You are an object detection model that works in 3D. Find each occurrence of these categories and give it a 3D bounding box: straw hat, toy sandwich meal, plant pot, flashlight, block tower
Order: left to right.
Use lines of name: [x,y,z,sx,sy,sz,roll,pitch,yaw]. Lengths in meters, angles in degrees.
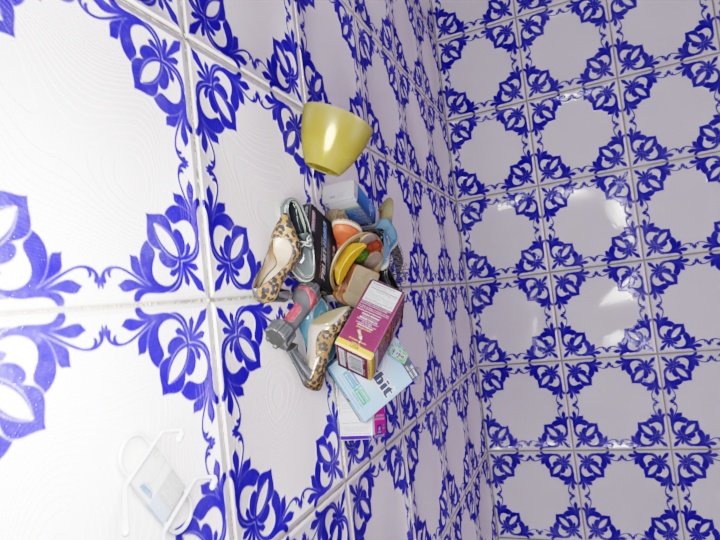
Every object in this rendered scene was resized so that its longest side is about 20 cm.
flashlight: [-0.156,0.096,1.242,0.200,0.066,0.069,-53,140,-55]
plant pot: [-0.080,-0.338,1.445,0.199,0.197,0.145,22,88,-65]
block tower: [-0.042,-0.087,1.592,0.059,0.053,0.201,-76,149,-41]
toy sandwich meal: [0.000,0.000,1.418,0.203,0.070,0.208,-25,131,-32]
straw hat: [0.030,-0.156,1.744,0.084,0.201,0.204,17,56,-17]

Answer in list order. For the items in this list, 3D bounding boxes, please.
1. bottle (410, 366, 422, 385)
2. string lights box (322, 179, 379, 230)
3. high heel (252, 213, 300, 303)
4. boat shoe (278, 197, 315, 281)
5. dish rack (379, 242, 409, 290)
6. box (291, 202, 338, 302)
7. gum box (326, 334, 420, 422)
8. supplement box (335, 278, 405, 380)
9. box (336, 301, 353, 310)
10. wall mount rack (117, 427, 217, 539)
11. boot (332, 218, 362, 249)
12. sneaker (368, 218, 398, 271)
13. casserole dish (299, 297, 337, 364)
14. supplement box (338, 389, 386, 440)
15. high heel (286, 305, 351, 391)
bottle: [0.079,0.308,1.563,0.065,0.196,0.085,17,68,-65]
string lights box: [-0.025,-0.185,1.601,0.200,0.101,0.060,44,43,-58]
high heel: [-0.186,-0.031,1.164,0.142,0.070,0.205,14,78,-73]
boat shoe: [-0.146,-0.074,1.277,0.072,0.062,0.204,-13,87,-24]
dish rack: [0.104,-0.009,1.640,0.155,0.054,0.202,64,34,-39]
box: [-0.108,-0.042,1.423,0.198,0.049,0.204,44,43,-59]
gum box: [0.034,0.264,1.418,0.199,0.044,0.171,-34,93,-21]
supplement box: [0.026,0.146,1.345,0.202,0.102,0.132,-59,162,-29]
box: [0.011,0.141,1.579,0.182,0.102,0.204,46,41,-57]
wall mount rack: [-0.292,0.341,0.797,0.175,0.073,0.203,-67,142,-52]
boot: [-0.029,-0.057,1.471,0.201,0.074,0.109,59,34,-54]
sneaker: [0.061,-0.092,1.562,0.202,0.077,0.091,-77,158,-47]
casserole dish: [-0.103,0.153,1.379,0.121,0.038,0.203,-57,135,-58]
supplement box: [0.003,0.357,1.491,0.101,0.101,0.204,24,59,-63]
high heel: [-0.078,0.188,1.309,0.199,0.071,0.144,-38,119,-24]
